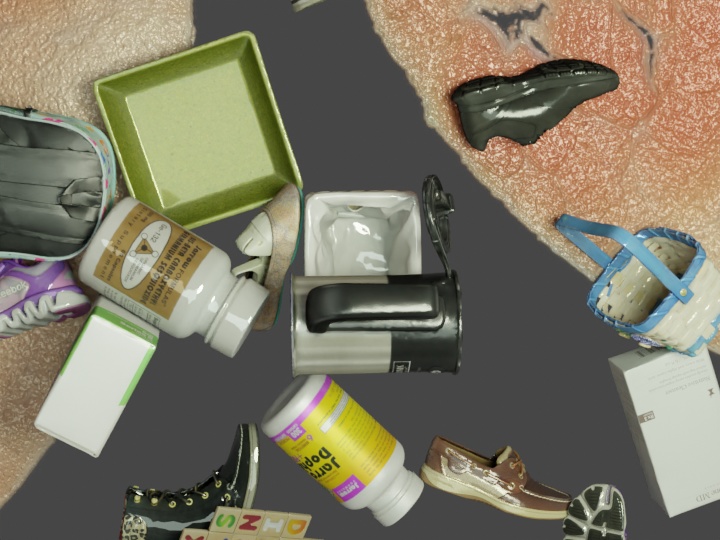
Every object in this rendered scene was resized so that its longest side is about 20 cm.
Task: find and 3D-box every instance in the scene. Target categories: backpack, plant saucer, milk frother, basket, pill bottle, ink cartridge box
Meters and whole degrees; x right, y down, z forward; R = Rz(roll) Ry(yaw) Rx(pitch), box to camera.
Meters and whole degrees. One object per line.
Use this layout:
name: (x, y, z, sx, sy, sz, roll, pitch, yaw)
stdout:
backpack: (-0.382, -0.101, 1.573, 0.199, 0.151, 0.178, 7, 100, 2)
plant saucer: (-0.190, -0.160, 1.625, 0.199, 0.048, 0.201, -18, 100, 1)
milk frother: (0.015, 0.007, 1.510, 0.187, 0.181, 0.201, -1, 57, -4)
basket: (0.000, 0.000, 1.624, 0.135, 0.123, 0.201, -1, 100, -3)
pill bottle: (-0.018, 0.219, 1.669, 0.200, 0.104, 0.104, 43, 95, -8)
ink cartridge box: (-0.299, 0.108, 1.588, 0.084, 0.200, 0.146, 28, 97, -10)
basket: (0.333, 0.006, 1.617, 0.200, 0.176, 0.139, 43, 86, -17)
pill bottle: (-0.210, 0.012, 1.564, 0.199, 0.114, 0.115, 31, 97, 0)

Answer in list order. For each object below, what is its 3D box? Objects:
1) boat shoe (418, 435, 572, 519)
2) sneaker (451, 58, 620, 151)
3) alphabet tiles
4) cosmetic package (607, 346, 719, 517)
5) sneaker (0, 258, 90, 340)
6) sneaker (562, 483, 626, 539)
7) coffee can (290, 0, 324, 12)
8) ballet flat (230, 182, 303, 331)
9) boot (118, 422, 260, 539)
boat shoe: (0.176, 0.254, 1.704, 0.199, 0.072, 0.072, 17, 97, -1)
sneaker: (0.212, -0.198, 1.637, 0.199, 0.076, 0.091, -11, 110, 6)
alphabet tiles: (-0.144, 0.368, 1.684, 0.199, 0.006, 0.167, 12, 107, -33)
cosmetic package: (0.393, 0.189, 1.697, 0.112, 0.081, 0.201, -21, 99, -1)
sneaker: (-0.423, 0.032, 1.635, 0.199, 0.080, 0.089, -17, 81, 8)
sneaker: (0.301, 0.349, 1.717, 0.080, 0.083, 0.201, 13, 118, 27)
coffee can: (-0.047, -0.412, 1.541, 0.146, 0.146, 0.201, -22, 100, 1)
ballet flat: (-0.116, -0.011, 1.615, 0.067, 0.068, 0.201, -2, 121, -28)
boot: (-0.209, 0.276, 1.679, 0.153, 0.074, 0.204, 11, 102, -10)
